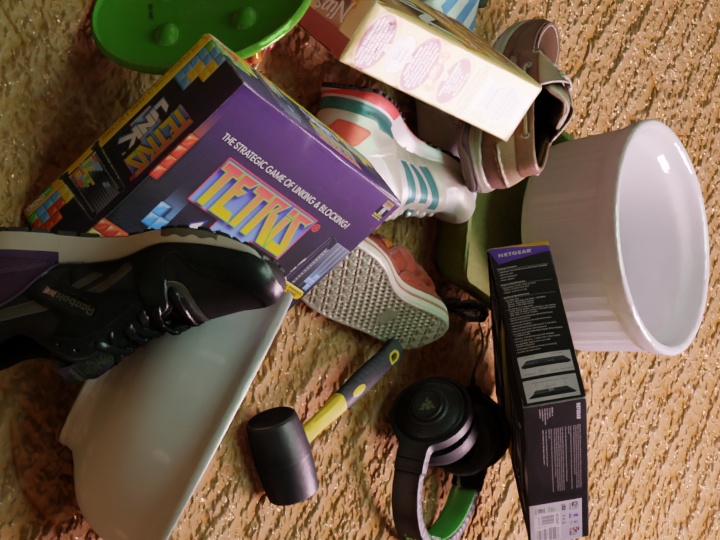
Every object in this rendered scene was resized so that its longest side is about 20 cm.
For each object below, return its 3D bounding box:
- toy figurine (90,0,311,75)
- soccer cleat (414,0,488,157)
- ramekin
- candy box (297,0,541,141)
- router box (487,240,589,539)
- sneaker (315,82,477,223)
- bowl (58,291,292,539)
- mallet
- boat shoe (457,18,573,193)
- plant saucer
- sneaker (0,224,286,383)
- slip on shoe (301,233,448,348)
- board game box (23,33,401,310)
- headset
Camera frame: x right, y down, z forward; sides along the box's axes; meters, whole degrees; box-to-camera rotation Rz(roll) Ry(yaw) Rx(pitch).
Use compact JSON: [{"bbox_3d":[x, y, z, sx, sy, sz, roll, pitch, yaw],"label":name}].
[{"bbox_3d":[-0.088,-0.127,1.590,0.200,0.150,0.184,-99,176,-49],"label":"toy figurine"},{"bbox_3d":[0.056,-0.178,1.884,0.086,0.070,0.201,11,76,-36],"label":"soccer cleat"},{"bbox_3d":[0.217,-0.024,1.992,0.200,0.098,0.201,15,73,-58],"label":"ramekin"},{"bbox_3d":[0.031,-0.172,1.741,0.200,0.115,0.055,22,106,-46],"label":"candy box"},{"bbox_3d":[0.142,0.100,1.862,0.200,0.052,0.158,83,-2,-52],"label":"router box"},{"bbox_3d":[0.018,-0.065,1.796,0.200,0.070,0.094,40,65,-51],"label":"sneaker"},{"bbox_3d":[-0.126,0.084,1.445,0.201,0.090,0.201,-63,-179,2],"label":"bowl"},{"bbox_3d":[-0.017,0.109,1.710,0.200,0.041,0.066,-30,112,-56],"label":"mallet"},{"bbox_3d":[0.137,-0.132,1.862,0.200,0.072,0.076,-68,146,-43],"label":"boat shoe"},{"bbox_3d":[0.121,-0.047,1.976,0.200,0.048,0.201,34,56,-53],"label":"plant saucer"},{"bbox_3d":[-0.139,0.028,1.365,0.076,0.200,0.088,52,42,-56],"label":"sneaker"},{"bbox_3d":[0.000,0.000,1.749,0.200,0.074,0.061,32,35,-53],"label":"slip on shoe"},{"bbox_3d":[-0.091,-0.039,1.500,0.200,0.165,0.057,34,16,-52],"label":"board game box"},{"bbox_3d":[0.060,0.119,1.841,0.123,0.094,0.200,26,77,-62],"label":"headset"}]
